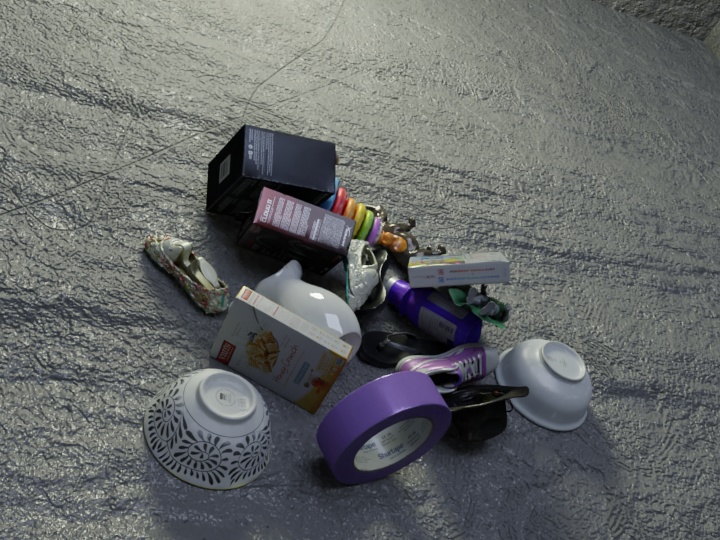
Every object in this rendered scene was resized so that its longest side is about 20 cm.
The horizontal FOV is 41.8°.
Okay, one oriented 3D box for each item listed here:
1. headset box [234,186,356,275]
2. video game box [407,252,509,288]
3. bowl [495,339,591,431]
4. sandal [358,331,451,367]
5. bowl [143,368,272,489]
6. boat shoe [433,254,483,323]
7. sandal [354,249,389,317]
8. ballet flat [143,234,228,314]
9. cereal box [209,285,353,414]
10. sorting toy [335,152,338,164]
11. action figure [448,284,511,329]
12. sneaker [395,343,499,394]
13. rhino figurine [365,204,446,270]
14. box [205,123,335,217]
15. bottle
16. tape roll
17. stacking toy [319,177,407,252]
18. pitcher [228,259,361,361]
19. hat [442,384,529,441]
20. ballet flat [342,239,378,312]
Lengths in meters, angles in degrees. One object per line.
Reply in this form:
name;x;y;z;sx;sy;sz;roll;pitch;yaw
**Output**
headset box;-0.128;-0.071;1.712;0.200;0.149;0.077;19;70;-15
video game box;0.182;-0.002;1.772;0.182;0.047;0.200;-1;6;5
bowl;0.364;0.198;1.790;0.201;0.090;0.201;19;37;-15
sandal;0.084;0.137;1.710;0.200;0.043;0.076;6;43;-29
bowl;-0.209;0.212;1.385;0.201;0.094;0.201;18;39;-15
boat shoe;0.187;0.040;1.888;0.072;0.068;0.200;-29;44;-5
sandal;0.011;0.018;1.762;0.076;0.043;0.200;-11;34;12
ballet flat;-0.291;-0.009;1.612;0.200;0.064;0.076;42;39;17
cereal box;-0.129;0.128;1.495;0.200;0.144;0.040;28;38;-1
sorting toy;-0.168;-0.217;1.846;0.200;0.185;0.037;11;69;-26
action figure;0.237;0.066;1.727;0.118;0.055;0.200;42;9;17
sneaker;0.174;0.181;1.647;0.200;0.073;0.114;-10;10;-23
rhino figurine;0.074;-0.072;1.929;0.087;0.060;0.200;-38;69;-28
box;-0.169;-0.172;1.754;0.182;0.200;0.104;10;70;-27
bottle;0.132;0.078;1.768;0.200;0.084;0.065;30;54;27
tape roll;0.036;0.240;1.427;0.200;0.200;0.066;-3;47;-36
stacking toy;0.001;-0.085;1.861;0.200;0.110;0.116;25;29;-10
pitcher;-0.111;0.087;1.594;0.171;0.121;0.200;-28;52;-29
hat;0.196;0.247;1.608;0.200;0.201;0.081;-7;92;-39
ballet flat;0.000;0.000;1.688;0.072;0.072;0.200;18;30;-16
